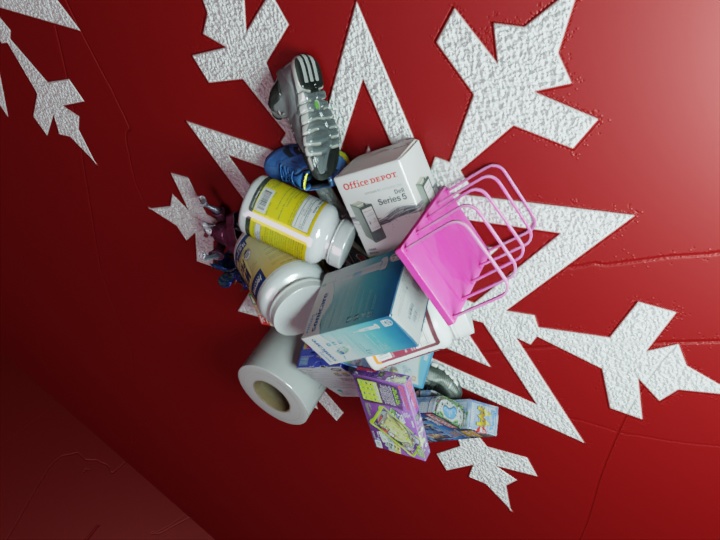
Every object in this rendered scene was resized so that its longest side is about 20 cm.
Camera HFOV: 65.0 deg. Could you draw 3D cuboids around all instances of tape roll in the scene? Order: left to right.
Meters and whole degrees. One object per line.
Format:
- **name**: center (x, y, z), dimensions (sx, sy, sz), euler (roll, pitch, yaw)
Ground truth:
- **tape roll**: center (-0.176, 0.248, 1.354), dimensions (0.199, 0.140, 0.206), euler (22, 139, 20)

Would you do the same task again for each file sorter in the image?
- **file sorter**: center (0.171, -0.049, 0.848), dimensions (0.124, 0.201, 0.140), euler (-28, 106, 42)

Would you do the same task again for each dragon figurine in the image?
- **dragon figurine**: center (-0.304, -0.002, 1.295), dimensions (0.196, 0.100, 0.060), euler (4, 126, 33)

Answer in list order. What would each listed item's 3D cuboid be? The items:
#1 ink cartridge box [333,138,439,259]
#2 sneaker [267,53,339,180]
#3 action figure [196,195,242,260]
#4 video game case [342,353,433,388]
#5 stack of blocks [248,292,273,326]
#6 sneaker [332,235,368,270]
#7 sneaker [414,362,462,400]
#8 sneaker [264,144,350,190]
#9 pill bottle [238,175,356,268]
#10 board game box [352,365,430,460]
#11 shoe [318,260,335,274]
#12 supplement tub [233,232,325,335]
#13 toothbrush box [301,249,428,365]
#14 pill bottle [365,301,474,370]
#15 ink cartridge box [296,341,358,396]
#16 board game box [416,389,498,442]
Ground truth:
- **ink cartridge box**: center (0.062, -0.101, 0.966), dimensions (0.143, 0.084, 0.203), euler (-8, 118, 39)
- **sneaker**: center (-0.103, -0.253, 0.970), dimensions (0.114, 0.074, 0.206), euler (-1, 101, 46)
- **action figure**: center (-0.282, -0.087, 1.239), dimensions (0.198, 0.146, 0.138), euler (13, 98, 49)
- **video game case**: center (0.050, 0.136, 1.116), dimensions (0.195, 0.018, 0.147), euler (16, 98, 2)
- **stack of blocks**: center (-0.150, 0.066, 1.241), dimensions (0.196, 0.059, 0.117), euler (4, 125, 34)
- **sneaker**: center (0.000, 0.000, 1.097), dimensions (0.198, 0.075, 0.081), euler (37, 137, 4)
- **sneaker**: center (0.118, 0.221, 1.172), dimensions (0.198, 0.091, 0.067), euler (37, 138, 6)
- **sneaker**: center (-0.113, -0.184, 1.034), dimensions (0.196, 0.079, 0.067), euler (9, 130, 32)
- **pill bottle**: center (-0.110, -0.083, 1.015), dimensions (0.196, 0.113, 0.114), euler (24, 135, 7)
- **board game box**: center (0.061, 0.277, 1.092), dimensions (0.118, 0.032, 0.204), euler (9, 127, 36)
- **shoe**: center (-0.035, 0.044, 1.159), dimensions (0.053, 0.070, 0.202), euler (-21, 111, 34)
- **supplement tub**: center (-0.151, 0.011, 1.096), dimensions (0.201, 0.141, 0.147), euler (53, 148, 37)
- **toothbrush box**: center (0.012, 0.062, 0.948), dimensions (0.197, 0.149, 0.085), euler (-18, 129, 37)
- **pill bottle**: center (0.099, 0.098, 1.030), dimensions (0.196, 0.115, 0.116), euler (-20, 113, 14)
- **ink cartridge box**: center (-0.044, 0.204, 1.231), dimensions (0.134, 0.078, 0.199), euler (-9, 145, 38)
- **board game box**: center (0.169, 0.294, 1.154), dimensions (0.197, 0.063, 0.199), euler (-14, 142, 40)
